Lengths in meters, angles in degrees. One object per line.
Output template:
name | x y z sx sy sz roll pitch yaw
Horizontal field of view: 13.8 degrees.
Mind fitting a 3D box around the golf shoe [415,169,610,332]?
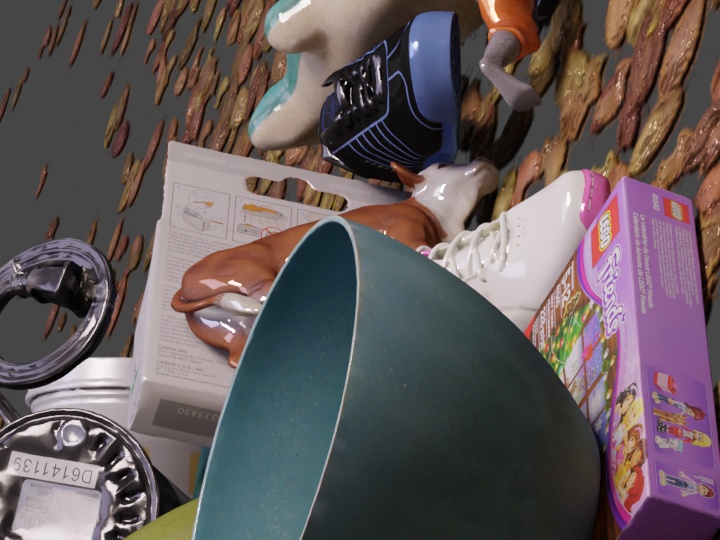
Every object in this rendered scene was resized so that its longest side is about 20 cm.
golf shoe | 0.055 0.013 1.476 0.200 0.091 0.075 126 158 -46

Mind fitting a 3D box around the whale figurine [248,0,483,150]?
whale figurine | -0.003 -0.156 1.757 0.104 0.159 0.200 57 132 24

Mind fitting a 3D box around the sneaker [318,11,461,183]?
sneaker | 0.016 -0.092 1.663 0.200 0.078 0.070 95 176 -73

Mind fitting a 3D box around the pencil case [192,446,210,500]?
pencil case | -0.044 0.081 1.707 0.085 0.092 0.200 -22 38 28

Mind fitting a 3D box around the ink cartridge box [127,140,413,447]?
ink cartridge box | -0.043 0.022 1.670 0.200 0.161 0.050 -89 15 -49

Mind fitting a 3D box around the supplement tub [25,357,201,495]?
supplement tub | -0.153 0.165 1.877 0.145 0.145 0.200 145 128 -66

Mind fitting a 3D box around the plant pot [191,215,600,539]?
plant pot | 0.022 0.092 1.258 0.200 0.135 0.200 -162 90 -75

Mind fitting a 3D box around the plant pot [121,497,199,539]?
plant pot | -0.077 0.197 1.467 0.187 0.187 0.200 -63 -1 30

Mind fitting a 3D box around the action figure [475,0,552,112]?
action figure | 0.088 -0.204 1.595 0.194 0.104 0.200 -118 44 -57

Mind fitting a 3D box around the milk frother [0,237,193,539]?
milk frother | -0.154 0.109 1.717 0.200 0.180 0.188 -61 -18 -10

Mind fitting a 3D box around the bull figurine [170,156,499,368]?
bull figurine | 0.000 0.000 1.601 0.121 0.200 0.065 37 145 60

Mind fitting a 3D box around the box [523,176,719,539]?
box | 0.107 0.074 1.313 0.200 0.039 0.137 -89 22 -48
